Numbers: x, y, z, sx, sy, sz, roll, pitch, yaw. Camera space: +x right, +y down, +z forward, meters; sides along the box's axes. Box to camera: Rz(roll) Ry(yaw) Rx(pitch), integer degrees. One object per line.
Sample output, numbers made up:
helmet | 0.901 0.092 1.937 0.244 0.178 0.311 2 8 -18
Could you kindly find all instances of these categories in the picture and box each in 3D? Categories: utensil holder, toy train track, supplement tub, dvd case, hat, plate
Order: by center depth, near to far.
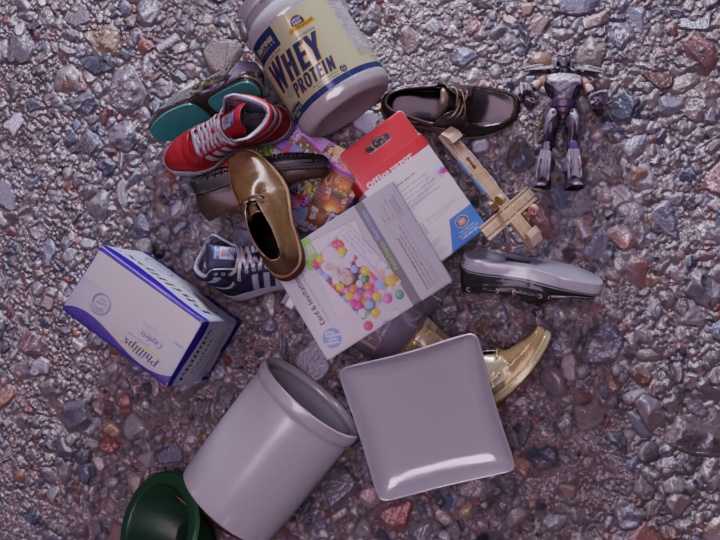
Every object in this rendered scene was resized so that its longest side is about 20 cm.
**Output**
plate | 0.091 0.198 1.671 0.197 0.032 0.202 -16 102 12
toy train track | 0.183 -0.117 1.684 0.114 0.033 0.201 -38 87 -33
utensil holder | -0.125 0.251 1.703 0.169 0.170 0.201 39 98 8
supplement tub | -0.067 -0.304 1.708 0.144 0.145 0.202 -34 82 8
dvd case | 0.007 0.032 1.737 0.198 0.016 0.150 31 95 -3
hat | -0.227 0.400 1.794 0.200 0.175 0.167 38 99 46

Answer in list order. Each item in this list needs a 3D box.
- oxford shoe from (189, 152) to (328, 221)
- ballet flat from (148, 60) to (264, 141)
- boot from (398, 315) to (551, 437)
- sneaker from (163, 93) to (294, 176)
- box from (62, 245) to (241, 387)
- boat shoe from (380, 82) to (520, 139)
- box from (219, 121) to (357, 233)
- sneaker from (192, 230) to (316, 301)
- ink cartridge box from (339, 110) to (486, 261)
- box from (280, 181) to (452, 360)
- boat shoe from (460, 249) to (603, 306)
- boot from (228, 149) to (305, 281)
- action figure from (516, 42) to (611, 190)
oxford shoe | -0.133 -0.115 1.725 0.197 0.073 0.086 -14 103 12
ballet flat | -0.219 -0.249 1.776 0.198 0.072 0.073 -20 86 25
boot | 0.151 0.113 1.700 0.155 0.073 0.200 44 102 1
sneaker | -0.197 -0.189 1.707 0.197 0.112 0.072 -19 83 11
box | -0.285 0.062 1.714 0.183 0.200 0.106 34 94 8
boat shoe | 0.123 -0.223 1.712 0.196 0.073 0.076 -1 89 10
box | -0.097 -0.137 1.766 0.198 0.039 0.138 29 94 9
sneaker | -0.143 -0.018 1.706 0.198 0.108 0.071 -22 56 31
ink cartridge box | 0.067 -0.104 1.702 0.116 0.067 0.201 -35 89 -8
box | 0.000 0.000 1.648 0.198 0.041 0.157 -31 91 6
boat shoe | 0.234 0.017 1.700 0.197 0.069 0.058 11 110 11
boot | -0.131 -0.087 1.626 0.073 0.075 0.202 -29 64 9
action figure | 0.278 -0.213 1.690 0.128 0.069 0.204 2 87 15
